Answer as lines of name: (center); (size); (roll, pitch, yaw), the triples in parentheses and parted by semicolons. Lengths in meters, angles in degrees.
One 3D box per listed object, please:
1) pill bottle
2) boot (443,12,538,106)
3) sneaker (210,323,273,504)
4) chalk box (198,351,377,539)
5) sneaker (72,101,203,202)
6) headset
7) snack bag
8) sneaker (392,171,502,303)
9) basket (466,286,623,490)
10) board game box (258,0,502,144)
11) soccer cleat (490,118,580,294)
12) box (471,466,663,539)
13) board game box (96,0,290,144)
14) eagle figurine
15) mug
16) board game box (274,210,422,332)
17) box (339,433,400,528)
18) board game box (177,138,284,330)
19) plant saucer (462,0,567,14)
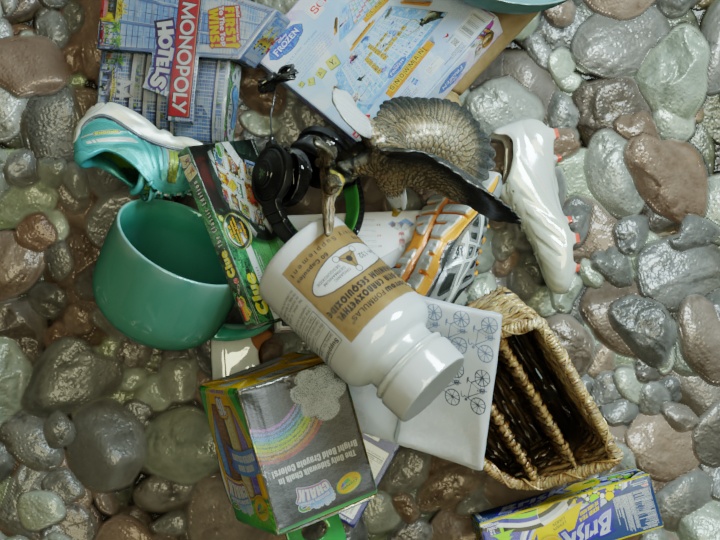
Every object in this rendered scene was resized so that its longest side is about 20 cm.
pill bottle: (0.003, 0.050, 1.436); (0.114, 0.114, 0.200); (-45, 75, -2)
boot: (0.128, -0.224, 1.582); (0.175, 0.066, 0.200); (41, 88, 21)
sneaker: (-0.119, 0.158, 1.585); (0.084, 0.073, 0.201); (-3, 89, -1)
chalk box: (-0.071, 0.199, 1.512); (0.124, 0.124, 0.201); (-17, 97, -25)
sneaker: (-0.217, -0.103, 1.548); (0.199, 0.078, 0.080); (24, 54, -17)
headset: (-0.057, -0.115, 1.524); (0.123, 0.094, 0.201); (-28, 95, -41)
snack bag: (0.048, 0.105, 1.516); (0.199, 0.021, 0.189); (15, 117, 21)
sneaker: (0.099, -0.023, 1.567); (0.077, 0.078, 0.200); (44, 70, -30)
basket: (0.161, 0.142, 1.545); (0.142, 0.149, 0.200); (-32, 109, -3)
board game box: (0.016, -0.248, 1.568); (0.199, 0.041, 0.200); (41, 88, 23)
soccer cleat: (0.192, -0.069, 1.607); (0.077, 0.069, 0.201); (-8, 83, -13)
box: (0.229, 0.280, 1.610); (0.199, 0.070, 0.065); (-15, 90, -4)
board game box: (-0.183, -0.233, 1.560); (0.199, 0.062, 0.201); (6, 90, 13)
eagle figurine: (0.054, -0.108, 1.457); (0.199, 0.151, 0.152); (-7, 81, -1)
mug: (-0.198, 0.023, 1.532); (0.185, 0.152, 0.115); (42, 120, 23)
board game box: (0.000, 0.000, 1.592); (0.199, 0.035, 0.127); (-2, 83, -11)
box: (-0.010, 0.171, 1.612); (0.121, 0.032, 0.200); (30, 87, -4)
board game box: (-0.116, -0.041, 1.517); (0.023, 0.105, 0.201); (-27, 80, 36)
plant saucer: (0.147, -0.334, 1.558); (0.199, 0.200, 0.036); (14, 133, -4)
